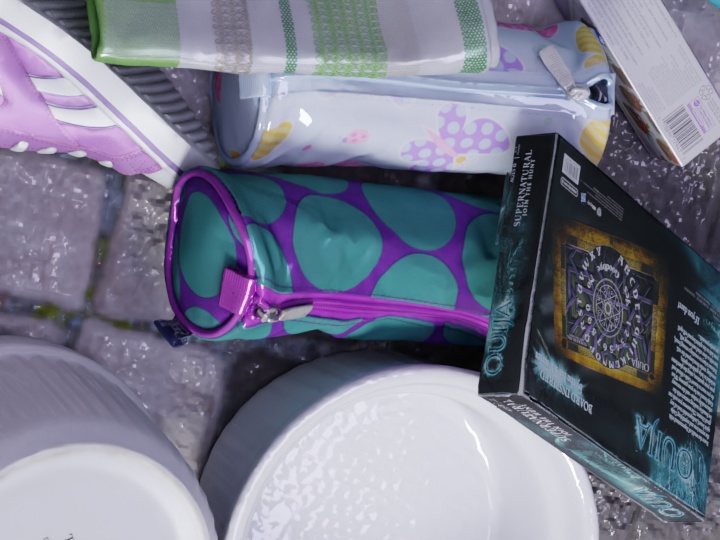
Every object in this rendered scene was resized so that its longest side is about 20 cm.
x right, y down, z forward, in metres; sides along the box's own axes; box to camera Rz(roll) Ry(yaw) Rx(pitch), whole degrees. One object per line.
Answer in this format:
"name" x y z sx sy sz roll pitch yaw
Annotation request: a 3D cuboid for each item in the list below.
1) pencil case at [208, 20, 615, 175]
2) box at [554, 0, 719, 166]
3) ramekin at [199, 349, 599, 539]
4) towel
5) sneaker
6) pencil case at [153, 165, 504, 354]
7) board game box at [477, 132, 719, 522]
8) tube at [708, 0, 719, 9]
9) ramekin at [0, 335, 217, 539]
"pencil case" 0.025 -0.086 1.416 0.199 0.091 0.083 2 101 -20
"box" 0.123 -0.144 1.468 0.041 0.039 0.200 -39 112 -10
"ramekin" 0.011 0.136 1.454 0.200 0.098 0.201 -4 102 -20
"towel" -0.038 -0.160 1.364 0.199 0.031 0.150 0 60 -21
"sneaker" -0.167 -0.079 1.368 0.200 0.073 0.114 37 106 -28
"pencil case" 0.000 0.000 1.403 0.199 0.093 0.085 4 131 -36
"board game box" 0.126 0.033 1.437 0.200 0.028 0.136 36 58 -50
"tube" 0.145 -0.187 1.439 0.050 0.078 0.200 -32 135 34
"ramekin" -0.162 0.140 1.366 0.200 0.105 0.201 -11 112 -29
